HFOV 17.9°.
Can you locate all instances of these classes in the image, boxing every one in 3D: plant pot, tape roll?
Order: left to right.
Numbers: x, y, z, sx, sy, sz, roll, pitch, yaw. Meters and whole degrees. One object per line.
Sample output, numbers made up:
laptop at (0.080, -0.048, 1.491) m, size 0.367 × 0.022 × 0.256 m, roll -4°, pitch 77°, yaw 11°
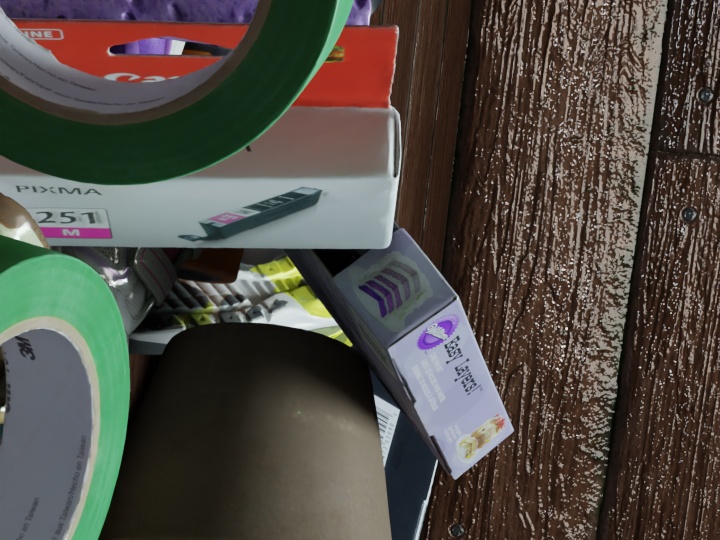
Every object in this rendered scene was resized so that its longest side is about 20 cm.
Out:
tape roll at (-0.169, 0.085, 0.962) m, size 0.200 × 0.048 × 0.201 m, roll -47°, pitch 145°, yaw -49°
tape roll at (-0.100, -0.136, 0.906) m, size 0.048 × 0.200 × 0.201 m, roll -62°, pitch 159°, yaw -66°
plant pot at (-0.060, 0.125, 1.225) m, size 0.200 × 0.200 × 0.175 m, roll 75°, pitch 20°, yaw -70°

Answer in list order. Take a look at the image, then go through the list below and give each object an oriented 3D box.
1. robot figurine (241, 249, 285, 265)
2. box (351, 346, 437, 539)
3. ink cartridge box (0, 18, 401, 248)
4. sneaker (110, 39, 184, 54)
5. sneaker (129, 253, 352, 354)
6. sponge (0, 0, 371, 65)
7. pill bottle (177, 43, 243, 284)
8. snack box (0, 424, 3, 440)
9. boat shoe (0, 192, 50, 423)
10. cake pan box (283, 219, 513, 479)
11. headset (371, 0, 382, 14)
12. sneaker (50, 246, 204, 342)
robot figurine at (-0.067, -0.035, 1.532) m, size 0.200 × 0.113 × 0.170 m, roll -71°, pitch 159°, yaw -53°
box at (-0.051, 0.160, 1.532) m, size 0.197 × 0.124 × 0.200 m, roll -49°, pitch -164°, yaw 40°
ink cartridge box at (-0.081, -0.058, 1.040) m, size 0.174 × 0.200 × 0.044 m, roll 94°, pitch -3°, yaw -72°
sneaker at (-0.143, -0.158, 1.105) m, size 0.083 × 0.080 × 0.200 m, roll -59°, pitch 151°, yaw -35°
sneaker at (-0.073, 0.040, 1.415) m, size 0.075 × 0.200 × 0.085 m, roll 52°, pitch -45°, yaw 41°
sponge at (-0.088, -0.156, 0.994) m, size 0.030 × 0.200 × 0.112 m, roll -165°, pitch -98°, yaw -73°
pill bottle at (-0.090, -0.095, 1.338) m, size 0.106 × 0.106 × 0.200 m, roll 53°, pitch 45°, yaw -78°
snack box at (-0.169, 0.138, 1.263) m, size 0.200 × 0.037 × 0.116 m, roll 75°, pitch 26°, yaw -69°
boat shoe at (-0.173, 0.045, 1.086) m, size 0.076 × 0.072 × 0.200 m, roll -61°, pitch 151°, yaw -29°
cake pan box at (0.000, 0.000, 1.230) m, size 0.052 × 0.184 × 0.200 m, roll -37°, pitch 151°, yaw -5°
headset at (-0.043, -0.185, 1.527) m, size 0.094 × 0.123 × 0.200 m, roll 62°, pitch 3°, yaw -33°
sneaker at (-0.119, -0.026, 1.204) m, size 0.081 × 0.088 × 0.200 m, roll 73°, pitch 19°, yaw -72°
